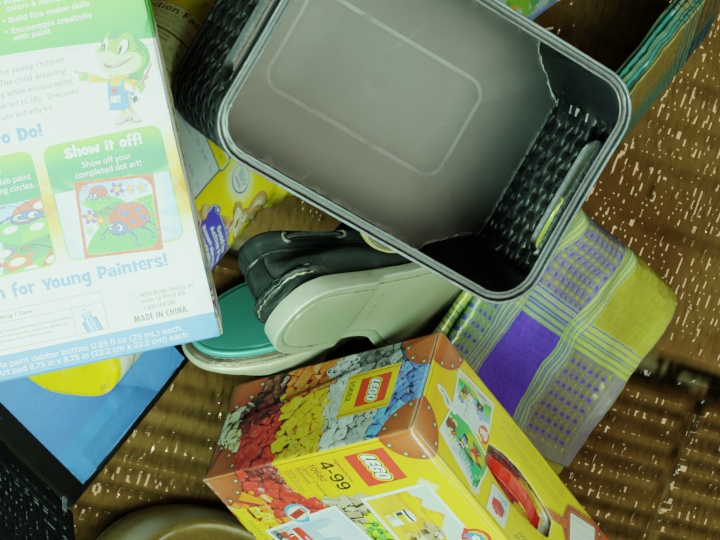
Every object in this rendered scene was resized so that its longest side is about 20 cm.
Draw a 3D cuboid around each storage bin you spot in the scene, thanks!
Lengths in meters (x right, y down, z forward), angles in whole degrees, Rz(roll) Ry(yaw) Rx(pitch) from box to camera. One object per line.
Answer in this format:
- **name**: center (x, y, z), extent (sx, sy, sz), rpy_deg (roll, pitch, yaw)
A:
- **storage bin**: center (0.021, -0.088, 1.443), extent (0.199, 0.094, 0.136), rpy_deg (29, 94, -22)

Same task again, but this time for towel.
- **towel**: center (0.114, 0.040, 1.666), extent (0.144, 0.023, 0.200), rpy_deg (-52, 146, 0)
- **towel**: center (0.152, -0.096, 1.688), extent (0.022, 0.147, 0.200), rpy_deg (38, 79, 8)

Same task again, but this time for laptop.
- **laptop**: center (-0.164, 0.084, 1.504), extent (0.103, 0.201, 0.177), rpy_deg (-28, 132, 14)

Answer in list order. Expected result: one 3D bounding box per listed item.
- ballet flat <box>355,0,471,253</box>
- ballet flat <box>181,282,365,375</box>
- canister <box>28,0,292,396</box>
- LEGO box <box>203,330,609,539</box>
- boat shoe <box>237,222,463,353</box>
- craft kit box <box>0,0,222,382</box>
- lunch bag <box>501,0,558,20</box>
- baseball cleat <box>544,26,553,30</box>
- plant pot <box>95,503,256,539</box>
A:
- **ballet flat**: center (0.029, -0.112, 1.524), extent (0.068, 0.063, 0.201), rpy_deg (6, 102, -17)
- **ballet flat**: center (-0.017, 0.024, 1.649), extent (0.199, 0.069, 0.070), rpy_deg (-27, 119, -24)
- **canister**: center (-0.124, -0.049, 1.486), extent (0.200, 0.086, 0.149), rpy_deg (-52, 131, -39)
- **LEGO box**: center (0.030, 0.140, 1.609), extent (0.200, 0.148, 0.077), rpy_deg (50, 40, -32)
- **boat shoe**: center (-0.002, 0.002, 1.568), extent (0.199, 0.066, 0.075), rpy_deg (-10, 144, -52)
- **craft kit box**: center (-0.183, -0.045, 1.348), extent (0.199, 0.049, 0.199), rpy_deg (-11, 113, 0)
- **lunch bag**: center (0.029, -0.189, 1.592), extent (0.200, 0.082, 0.161), rpy_deg (-38, 120, -19)
- **baseball cleat**: center (0.058, -0.087, 1.629), extent (0.200, 0.106, 0.070), rpy_deg (-58, 131, -63)
- **plant pot**: center (-0.076, 0.220, 1.611), extent (0.199, 0.201, 0.027), rpy_deg (13, 142, -36)
